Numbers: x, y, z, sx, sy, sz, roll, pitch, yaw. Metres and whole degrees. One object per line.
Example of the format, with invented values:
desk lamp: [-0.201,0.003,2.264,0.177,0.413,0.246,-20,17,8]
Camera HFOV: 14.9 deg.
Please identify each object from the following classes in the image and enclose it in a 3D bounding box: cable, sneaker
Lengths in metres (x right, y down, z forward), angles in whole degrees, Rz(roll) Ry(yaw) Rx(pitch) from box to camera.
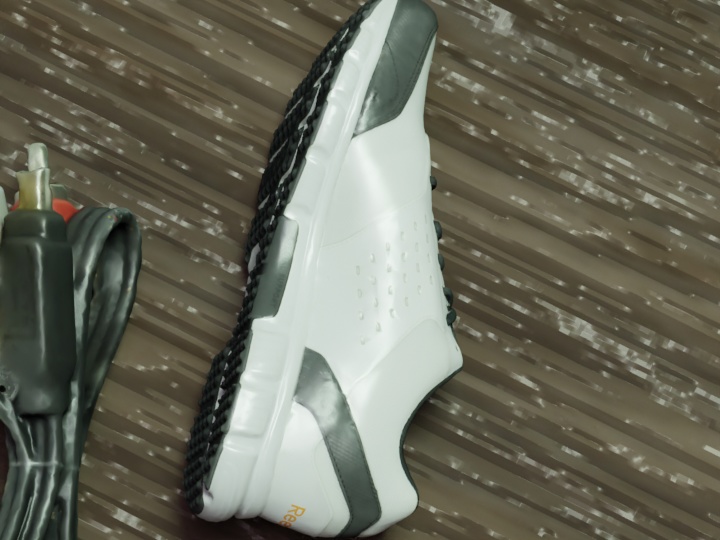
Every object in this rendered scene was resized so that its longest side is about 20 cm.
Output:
cable: [-0.115,0.050,0.939,0.050,0.097,0.201,0,88,30]
sneaker: [0.000,0.000,0.955,0.080,0.074,0.201,18,74,-11]
